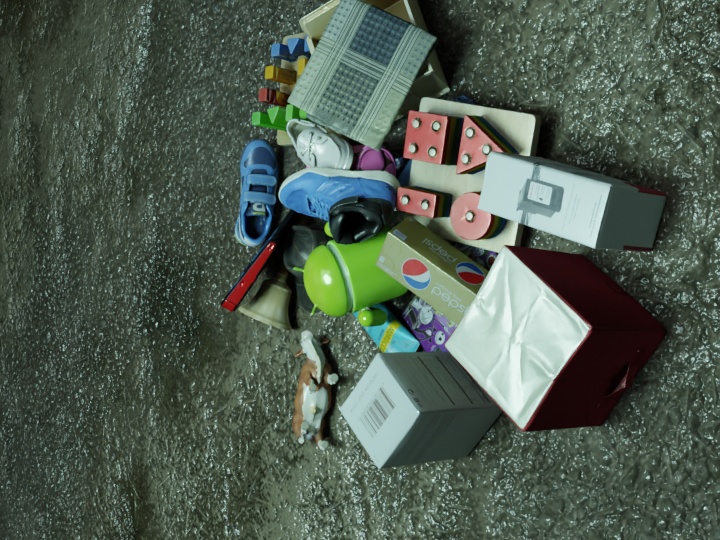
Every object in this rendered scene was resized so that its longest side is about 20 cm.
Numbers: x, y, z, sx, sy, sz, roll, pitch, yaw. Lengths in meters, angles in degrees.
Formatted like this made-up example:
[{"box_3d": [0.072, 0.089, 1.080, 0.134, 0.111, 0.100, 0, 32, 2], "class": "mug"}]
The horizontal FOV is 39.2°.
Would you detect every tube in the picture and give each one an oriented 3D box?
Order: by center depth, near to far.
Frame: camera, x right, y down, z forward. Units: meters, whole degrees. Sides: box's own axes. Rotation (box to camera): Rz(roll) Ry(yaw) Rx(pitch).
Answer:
[{"box_3d": [0.028, 0.080, 1.655, 0.200, 0.050, 0.078, 49, 139, 32], "class": "tube"}]

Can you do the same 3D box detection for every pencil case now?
[{"box_3d": [-0.018, -0.168, 1.665, 0.199, 0.090, 0.095, 9, 106, 58], "class": "pencil case"}]

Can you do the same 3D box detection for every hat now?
[{"box_3d": [-0.085, -0.032, 1.708, 0.200, 0.080, 0.203, -41, 37, 42], "class": "hat"}]

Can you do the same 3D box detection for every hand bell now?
[{"box_3d": [-0.135, -0.004, 1.812, 0.104, 0.104, 0.202, 23, 92, 44], "class": "hand bell"}]

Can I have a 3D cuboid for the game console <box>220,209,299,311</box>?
[{"box_3d": [-0.171, -0.028, 1.772, 0.031, 0.200, 0.178, 33, 119, -4], "class": "game console"}]

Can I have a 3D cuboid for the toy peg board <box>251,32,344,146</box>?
[{"box_3d": [-0.101, -0.331, 1.778, 0.199, 0.097, 0.202, 3, 89, 45], "class": "toy peg board"}]

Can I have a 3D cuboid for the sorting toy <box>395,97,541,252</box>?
[{"box_3d": [0.145, -0.140, 1.472, 0.197, 0.069, 0.203, 16, 104, 35], "class": "sorting toy"}]

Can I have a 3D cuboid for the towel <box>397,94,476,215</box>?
[{"box_3d": [0.132, -0.160, 1.562, 0.201, 0.048, 0.112, -54, 53, 27], "class": "towel"}]

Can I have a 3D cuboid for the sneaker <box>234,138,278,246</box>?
[{"box_3d": [-0.186, -0.138, 1.852, 0.082, 0.073, 0.203, -135, 49, -73], "class": "sneaker"}]

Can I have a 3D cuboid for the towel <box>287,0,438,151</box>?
[{"box_3d": [0.002, -0.303, 1.555, 0.192, 0.034, 0.201, 31, 93, 26], "class": "towel"}]

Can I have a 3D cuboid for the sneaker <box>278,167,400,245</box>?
[{"box_3d": [-0.045, -0.093, 1.528, 0.197, 0.077, 0.112, 2, 45, 20], "class": "sneaker"}]

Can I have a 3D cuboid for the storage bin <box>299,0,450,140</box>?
[{"box_3d": [0.017, -0.343, 1.619, 0.197, 0.094, 0.202, -25, 70, 21], "class": "storage bin"}]

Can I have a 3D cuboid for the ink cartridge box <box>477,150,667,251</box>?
[{"box_3d": [0.277, -0.092, 1.339, 0.199, 0.144, 0.084, 23, 106, 43], "class": "ink cartridge box"}]

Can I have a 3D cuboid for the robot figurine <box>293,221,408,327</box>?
[{"box_3d": [0.000, 0.000, 1.574, 0.116, 0.198, 0.177, 129, 121, -71], "class": "robot figurine"}]

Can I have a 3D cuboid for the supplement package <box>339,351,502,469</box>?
[{"box_3d": [0.092, 0.198, 1.466, 0.118, 0.199, 0.117, 52, 121, 34], "class": "supplement package"}]

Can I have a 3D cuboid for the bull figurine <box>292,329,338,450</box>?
[{"box_3d": [-0.079, 0.206, 1.726, 0.121, 0.064, 0.203, -135, 48, -75], "class": "bull figurine"}]

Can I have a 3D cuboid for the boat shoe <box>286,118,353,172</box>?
[{"box_3d": [-0.073, -0.196, 1.624, 0.071, 0.069, 0.200, -62, 31, 9], "class": "boat shoe"}]

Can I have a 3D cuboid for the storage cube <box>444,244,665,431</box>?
[{"box_3d": [0.254, 0.089, 1.326, 0.200, 0.178, 0.172, 49, 120, 37], "class": "storage cube"}]

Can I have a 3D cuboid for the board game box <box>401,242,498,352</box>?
[{"box_3d": [0.151, 0.041, 1.543, 0.120, 0.032, 0.201, 53, 122, 29], "class": "board game box"}]

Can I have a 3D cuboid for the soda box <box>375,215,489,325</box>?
[{"box_3d": [0.123, 0.011, 1.466, 0.199, 0.064, 0.068, 37, 131, 16], "class": "soda box"}]
